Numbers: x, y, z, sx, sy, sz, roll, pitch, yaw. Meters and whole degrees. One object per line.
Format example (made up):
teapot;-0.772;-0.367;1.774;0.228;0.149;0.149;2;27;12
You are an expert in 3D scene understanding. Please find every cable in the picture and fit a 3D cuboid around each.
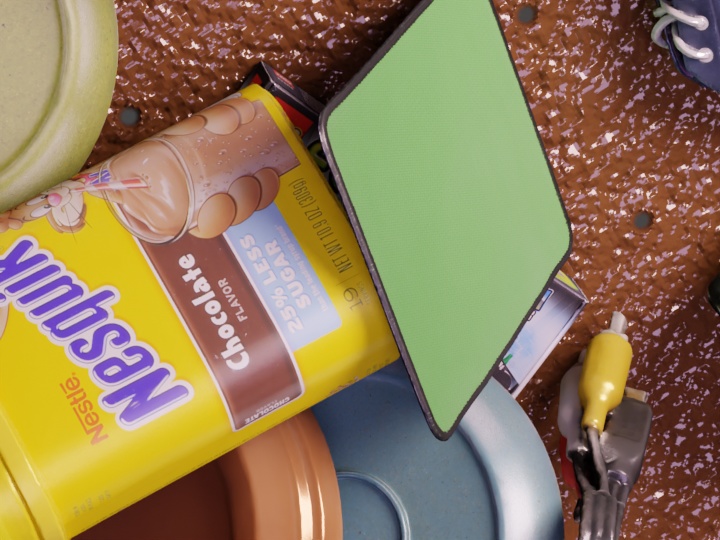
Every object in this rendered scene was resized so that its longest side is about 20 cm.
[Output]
cable;0.104;0.105;1.240;0.050;0.200;0.098;17;120;6

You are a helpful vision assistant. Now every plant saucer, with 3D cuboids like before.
plant saucer;-0.203;-0.101;1.158;0.198;0.031;0.202;-1;94;-14
plant saucer;-0.095;0.128;1.212;0.037;0.200;0.201;12;111;-50
plant saucer;-0.004;0.126;1.208;0.200;0.200;0.027;-45;156;8

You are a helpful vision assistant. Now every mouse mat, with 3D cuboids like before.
mouse mat;0.043;-0.037;1.183;0.007;0.200;0.162;-10;113;27

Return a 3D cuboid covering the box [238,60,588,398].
box;0.000;0.000;1.264;0.199;0.035;0.110;33;101;-20

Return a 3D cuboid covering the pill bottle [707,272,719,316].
pill bottle;0.274;-0.018;1.270;0.200;0.112;0.112;-44;112;7

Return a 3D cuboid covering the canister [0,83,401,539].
canister;-0.099;0.022;1.147;0.199;0.087;0.149;-28;71;-12

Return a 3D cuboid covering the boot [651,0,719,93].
boot;0.158;-0.138;1.221;0.199;0.073;0.091;25;98;-20
